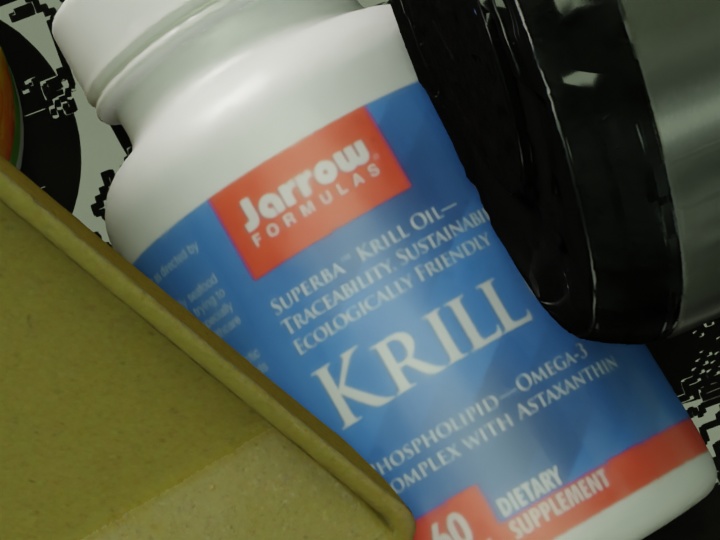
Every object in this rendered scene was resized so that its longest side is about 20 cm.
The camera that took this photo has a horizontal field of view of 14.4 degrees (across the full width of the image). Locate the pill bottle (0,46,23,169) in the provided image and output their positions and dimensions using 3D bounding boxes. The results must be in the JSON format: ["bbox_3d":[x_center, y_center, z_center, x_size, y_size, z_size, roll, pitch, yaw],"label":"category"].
[{"bbox_3d":[-0.156,-0.063,0.727,0.110,0.200,0.112,-1,73,4],"label":"pill bottle"}]

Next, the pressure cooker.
[{"bbox_3d":[0.110,-0.091,0.657,0.199,0.179,0.177,-23,82,-6],"label":"pressure cooker"}]

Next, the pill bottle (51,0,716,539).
[{"bbox_3d":[0.000,0.000,0.766,0.112,0.112,0.201,-32,83,-2],"label":"pill bottle"}]

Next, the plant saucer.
[{"bbox_3d":[-0.121,0.040,0.698,0.199,0.049,0.200,-31,127,25],"label":"plant saucer"}]
